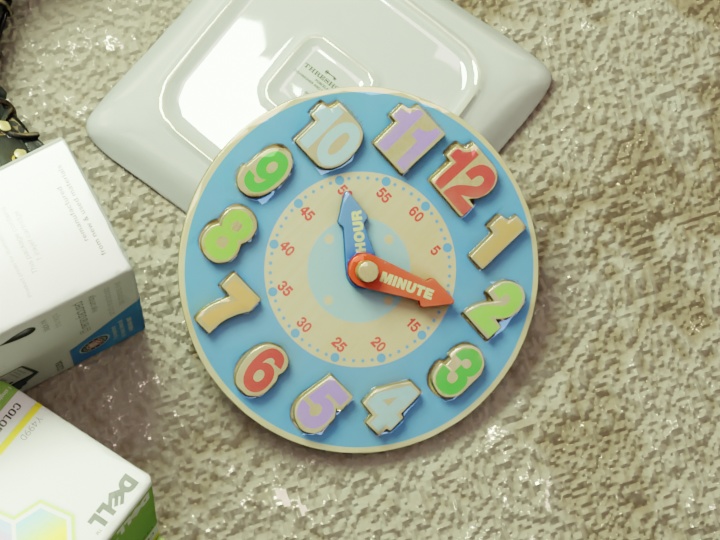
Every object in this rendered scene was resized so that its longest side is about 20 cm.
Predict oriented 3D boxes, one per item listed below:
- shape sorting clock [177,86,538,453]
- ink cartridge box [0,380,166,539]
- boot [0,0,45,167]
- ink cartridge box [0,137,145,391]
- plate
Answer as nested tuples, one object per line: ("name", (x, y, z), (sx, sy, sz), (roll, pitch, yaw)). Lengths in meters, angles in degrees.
("shape sorting clock", (0.000, 0.000, 1.245), (0.199, 0.039, 0.201), (0, 91, -11))
("ink cartridge box", (-0.146, 0.174, 1.173), (0.199, 0.076, 0.148), (30, 65, 16))
("boot", (-0.210, -0.112, 1.277), (0.199, 0.073, 0.151), (-32, 77, -6))
("ink cartridge box", (-0.221, 0.026, 1.201), (0.199, 0.146, 0.086), (-29, 79, -9))
("plate", (-0.023, -0.099, 1.301), (0.199, 0.032, 0.200), (37, 77, 7))
